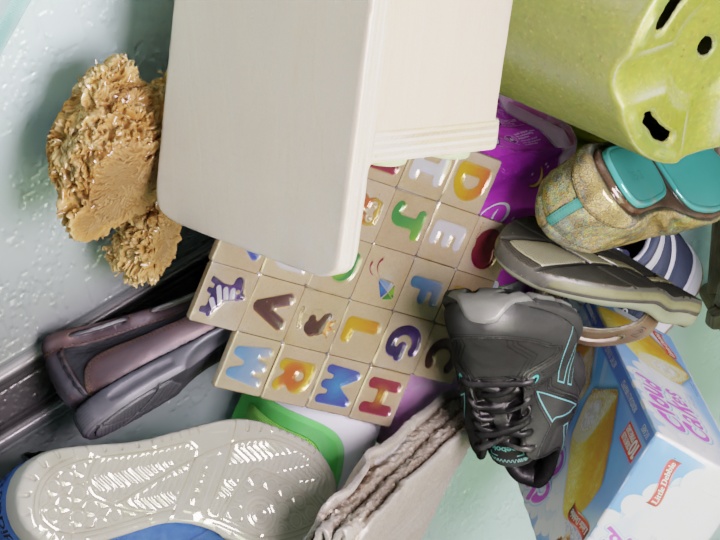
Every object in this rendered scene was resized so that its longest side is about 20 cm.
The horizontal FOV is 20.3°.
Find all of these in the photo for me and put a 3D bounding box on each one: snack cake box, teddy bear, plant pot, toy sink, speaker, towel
[{"bbox_3d":[0.154,0.112,1.215,0.067,0.200,0.116,28,107,-15],"label":"snack cake box"},{"bbox_3d":[-0.092,-0.064,1.063,0.199,0.067,0.146,-20,140,-39],"label":"teddy bear"},{"bbox_3d":[0.131,-0.156,1.097,0.199,0.184,0.202,-22,131,-28],"label":"plant pot"},{"bbox_3d":[-0.008,-0.113,0.970,0.112,0.130,0.202,-9,112,-47],"label":"toy sink"},{"bbox_3d":[-0.044,0.137,1.214,0.088,0.088,0.202,-5,121,-39],"label":"speaker"},{"bbox_3d":[0.003,0.152,1.157,0.200,0.034,0.133,-33,152,-61],"label":"towel"}]

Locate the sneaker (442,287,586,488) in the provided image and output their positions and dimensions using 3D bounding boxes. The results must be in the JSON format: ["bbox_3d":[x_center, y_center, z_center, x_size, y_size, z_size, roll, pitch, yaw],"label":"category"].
[{"bbox_3d":[0.091,0.066,1.138,0.200,0.075,0.080,49,47,-64],"label":"sneaker"}]

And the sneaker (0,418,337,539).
[{"bbox_3d":[-0.119,0.131,1.131,0.198,0.111,0.078,-3,78,-32],"label":"sneaker"}]

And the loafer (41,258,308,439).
[{"bbox_3d":[-0.085,0.019,1.121,0.199,0.063,0.072,-31,169,-26],"label":"loafer"}]

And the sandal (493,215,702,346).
[{"bbox_3d":[0.143,0.019,1.193,0.200,0.080,0.058,19,107,-55],"label":"sandal"}]

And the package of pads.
[{"bbox_3d":[0.058,0.000,1.223,0.120,0.076,0.202,-14,126,-35],"label":"package of pads"}]

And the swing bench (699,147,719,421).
[{"bbox_3d":[0.295,0.001,1.321,0.128,0.201,0.200,1,127,6],"label":"swing bench"}]

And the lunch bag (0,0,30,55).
[{"bbox_3d":[-0.254,-0.089,0.848,0.170,0.122,0.201,10,119,-48],"label":"lunch bag"}]

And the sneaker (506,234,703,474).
[{"bbox_3d":[0.145,0.042,1.333,0.201,0.070,0.109,-54,144,-8],"label":"sneaker"}]

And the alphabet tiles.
[{"bbox_3d":[0.000,0.000,1.110,0.199,0.006,0.168,16,100,-41],"label":"alphabet tiles"}]

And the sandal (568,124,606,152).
[{"bbox_3d":[0.157,-0.076,1.261,0.087,0.079,0.201,6,115,-48],"label":"sandal"}]

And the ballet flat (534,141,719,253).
[{"bbox_3d":[0.156,-0.044,1.170,0.200,0.070,0.071,-10,127,-61],"label":"ballet flat"}]
